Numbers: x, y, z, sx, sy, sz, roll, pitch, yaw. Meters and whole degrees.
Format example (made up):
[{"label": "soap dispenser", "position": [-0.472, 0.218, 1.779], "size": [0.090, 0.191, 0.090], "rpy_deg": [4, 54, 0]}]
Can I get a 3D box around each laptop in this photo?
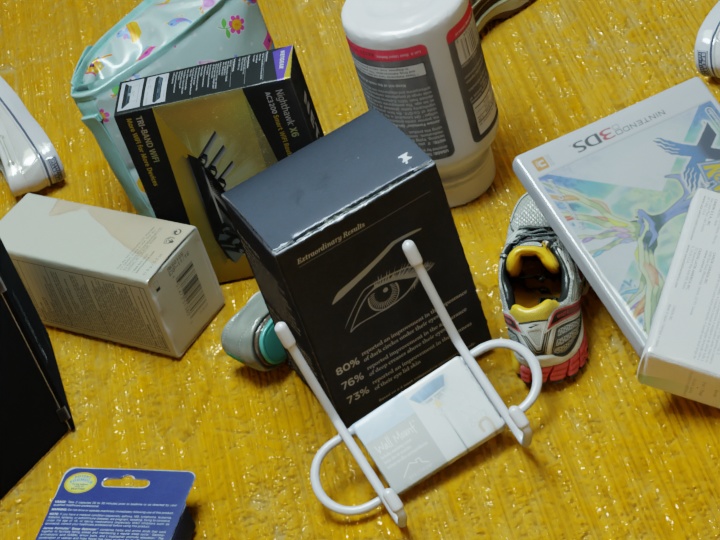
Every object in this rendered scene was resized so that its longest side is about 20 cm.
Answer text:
[{"label": "laptop", "position": [-0.322, 0.070, 1.610], "size": [0.115, 0.188, 0.200], "rpy_deg": [-22, 39, -4]}]

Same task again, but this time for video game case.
[{"label": "video game case", "position": [0.248, -0.047, 1.568], "size": [0.182, 0.022, 0.200], "rpy_deg": [-24, 64, -16]}]

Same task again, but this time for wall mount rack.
[{"label": "wall mount rack", "position": [0.034, 0.088, 1.479], "size": [0.199, 0.075, 0.174], "rpy_deg": [-32, 74, -7]}]

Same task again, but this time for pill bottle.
[{"label": "pill bottle", "position": [0.059, -0.156, 1.708], "size": [0.110, 0.201, 0.111], "rpy_deg": [-11, 39, 9]}]

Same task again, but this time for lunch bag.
[{"label": "lunch bag", "position": [-0.170, -0.159, 1.831], "size": [0.122, 0.171, 0.200], "rpy_deg": [15, 51, 43]}]

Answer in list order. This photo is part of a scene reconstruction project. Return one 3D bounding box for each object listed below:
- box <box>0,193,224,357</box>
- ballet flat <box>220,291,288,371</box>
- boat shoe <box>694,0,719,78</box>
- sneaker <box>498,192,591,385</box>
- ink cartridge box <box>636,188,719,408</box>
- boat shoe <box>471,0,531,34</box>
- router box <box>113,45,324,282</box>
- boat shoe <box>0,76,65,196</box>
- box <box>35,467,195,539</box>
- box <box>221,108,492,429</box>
[{"label": "box", "position": [-0.229, 0.002, 1.728], "size": [0.199, 0.095, 0.078], "rpy_deg": [13, 48, 32]}, {"label": "ballet flat", "position": [-0.044, 0.007, 1.669], "size": [0.064, 0.068, 0.200], "rpy_deg": [10, 45, 46]}, {"label": "boat shoe", "position": [0.382, -0.249, 1.786], "size": [0.086, 0.075, 0.202], "rpy_deg": [12, 51, 34]}, {"label": "sneaker", "position": [0.150, -0.003, 1.585], "size": [0.077, 0.082, 0.201], "rpy_deg": [-11, 39, 10]}, {"label": "ink cartridge box", "position": [0.325, 0.038, 1.480], "size": [0.199, 0.050, 0.161], "rpy_deg": [19, 59, 8]}, {"label": "boat shoe", "position": [0.089, -0.263, 1.920], "size": [0.202, 0.075, 0.075], "rpy_deg": [-41, 43, -24]}, {"label": "router box", "position": [-0.106, -0.086, 1.694], "size": [0.156, 0.201, 0.052], "rpy_deg": [-12, 39, 10]}, {"label": "boat shoe", "position": [-0.365, -0.136, 1.969], "size": [0.070, 0.071, 0.200], "rpy_deg": [-28, 46, -15]}, {"label": "box", "position": [-0.202, 0.235, 1.491], "size": [0.120, 0.033, 0.201], "rpy_deg": [-1, 44, 21]}, {"label": "box", "position": [0.000, 0.000, 1.549], "size": [0.147, 0.201, 0.104], "rpy_deg": [-29, 39, -13]}]
